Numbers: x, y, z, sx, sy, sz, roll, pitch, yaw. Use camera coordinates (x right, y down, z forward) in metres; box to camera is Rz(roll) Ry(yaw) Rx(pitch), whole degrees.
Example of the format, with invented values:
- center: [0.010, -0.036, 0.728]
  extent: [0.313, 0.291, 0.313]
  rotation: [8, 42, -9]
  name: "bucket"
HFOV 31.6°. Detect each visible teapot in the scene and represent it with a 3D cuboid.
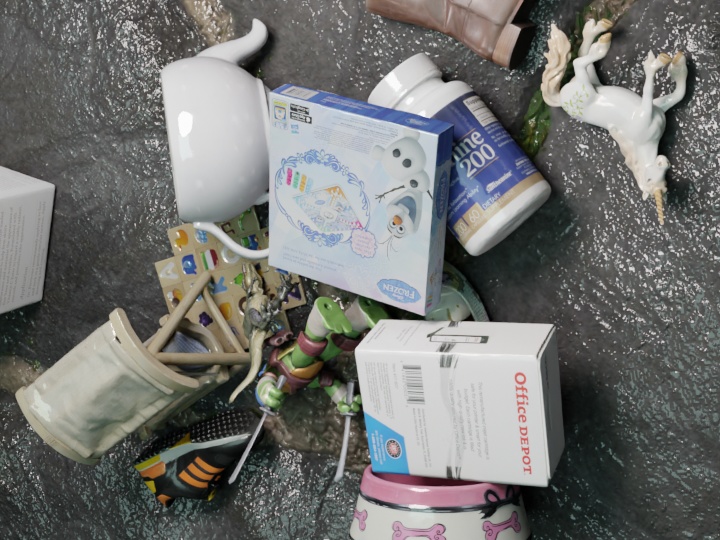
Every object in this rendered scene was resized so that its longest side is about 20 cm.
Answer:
- center: [-0.144, -0.146, 1.433]
  extent: [0.144, 0.199, 0.202]
  rotation: [-7, 129, -9]
  name: "teapot"

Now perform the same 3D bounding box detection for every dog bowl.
- center: [0.085, 0.250, 1.372]
  extent: [0.197, 0.199, 0.075]
  rotation: [2, 94, 26]
  name: "dog bowl"

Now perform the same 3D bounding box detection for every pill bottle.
- center: [0.099, -0.125, 1.334]
  extent: [0.111, 0.111, 0.201]
  rotation: [-43, 80, 27]
  name: "pill bottle"

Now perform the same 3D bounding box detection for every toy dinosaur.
- center: [-0.112, 0.053, 1.447]
  extent: [0.047, 0.202, 0.088]
  rotation: [25, 128, -20]
  name: "toy dinosaur"

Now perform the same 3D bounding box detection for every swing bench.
- center: [-0.262, 0.125, 1.510]
  extent: [0.198, 0.199, 0.131]
  rotation: [-35, 86, 30]
  name: "swing bench"

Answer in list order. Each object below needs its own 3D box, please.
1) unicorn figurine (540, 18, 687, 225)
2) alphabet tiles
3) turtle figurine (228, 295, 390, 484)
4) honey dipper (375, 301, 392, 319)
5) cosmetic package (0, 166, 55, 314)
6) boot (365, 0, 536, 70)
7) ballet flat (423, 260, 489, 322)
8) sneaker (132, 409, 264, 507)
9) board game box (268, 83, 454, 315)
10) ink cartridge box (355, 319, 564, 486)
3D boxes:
- center: [0.266, -0.161, 1.273]
  extent: [0.199, 0.073, 0.139]
  rotation: [37, 125, 31]
  name: "unicorn figurine"
- center: [-0.160, 0.015, 1.552]
  extent: [0.198, 0.006, 0.169]
  rotation: [-16, 93, 28]
  name: "alphabet tiles"
- center: [-0.044, 0.131, 1.435]
  extent: [0.142, 0.201, 0.195]
  rotation: [23, 126, -20]
  name: "turtle figurine"
- center: [0.000, 0.000, 1.454]
  extent: [0.038, 0.038, 0.202]
  rotation: [-32, 88, 28]
  name: "honey dipper"
- center: [-0.518, -0.039, 1.612]
  extent: [0.163, 0.199, 0.167]
  rotation: [19, 108, 22]
  name: "cosmetic package"
- center: [0.104, -0.328, 1.324]
  extent: [0.199, 0.064, 0.189]
  rotation: [30, 110, 24]
  name: "boot"
- center: [0.112, 0.079, 1.391]
  extent: [0.069, 0.071, 0.202]
  rotation: [-28, 87, 27]
  name: "ballet flat"
- center: [-0.187, 0.239, 1.584]
  extent: [0.198, 0.070, 0.091]
  rotation: [-20, 106, 29]
  name: "sneaker"
- center: [-0.004, -0.075, 1.324]
  extent: [0.198, 0.043, 0.202]
  rotation: [18, 120, 25]
  name: "board game box"
- center: [0.106, 0.134, 1.322]
  extent: [0.197, 0.084, 0.148]
  rotation: [1, 112, 23]
  name: "ink cartridge box"
